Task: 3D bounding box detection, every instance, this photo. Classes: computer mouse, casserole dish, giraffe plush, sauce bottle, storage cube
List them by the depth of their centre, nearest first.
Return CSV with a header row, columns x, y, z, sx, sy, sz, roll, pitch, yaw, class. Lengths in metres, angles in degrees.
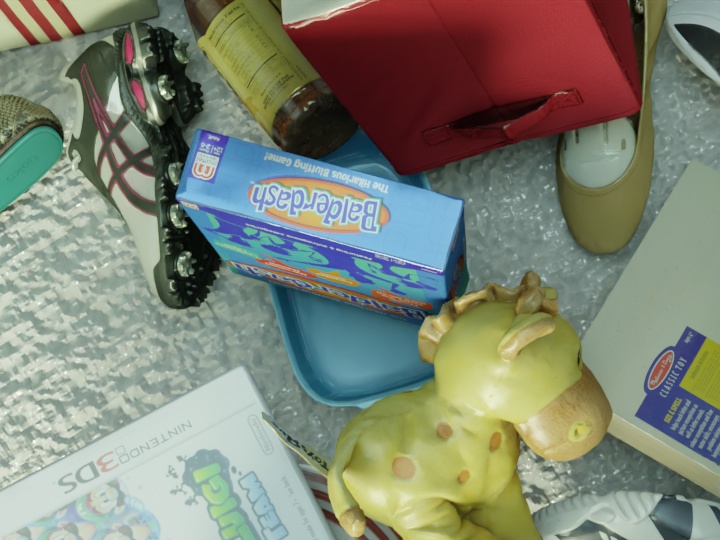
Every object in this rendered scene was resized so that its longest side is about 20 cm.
x,y,z,sx,sy,sz,roll,pitch,yaw,class
0.069,0.084,0.924,0.162,0.173,0.200,-46,119,9,giraffe plush
0.059,-0.193,0.987,0.171,0.180,0.200,-14,61,19,storage cube
0.281,-0.118,1.039,0.200,0.044,0.110,45,43,15,computer mouse
0.000,0.000,1.062,0.121,0.039,0.200,-17,76,1,casserole dish
-0.074,-0.158,1.074,0.066,0.066,0.200,-35,59,-3,sauce bottle

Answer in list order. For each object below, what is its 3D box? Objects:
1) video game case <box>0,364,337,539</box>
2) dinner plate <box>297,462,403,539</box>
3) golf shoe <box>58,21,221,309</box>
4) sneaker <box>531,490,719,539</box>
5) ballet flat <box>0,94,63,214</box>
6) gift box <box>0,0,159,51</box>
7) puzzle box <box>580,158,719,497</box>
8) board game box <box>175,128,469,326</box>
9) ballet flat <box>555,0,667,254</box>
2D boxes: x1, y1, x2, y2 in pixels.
x,y,z,sx,sy,sz,roll,pitch,yaw,class
-0.103,0.183,0.947,0.182,0.024,0.200,-27,77,-5,video game case
-0.051,0.215,0.961,0.200,0.024,0.200,0,77,1,dinner plate
-0.146,-0.064,1.080,0.088,0.077,0.200,-17,74,21,golf shoe
0.198,0.209,0.978,0.199,0.080,0.130,7,70,-4,sneaker
-0.285,-0.040,1.087,0.075,0.068,0.200,32,76,32,ballet flat
-0.250,-0.244,1.059,0.200,0.187,0.185,-17,76,0,gift box
0.221,0.034,1.009,0.133,0.025,0.200,31,61,10,puzzle box
-0.014,-0.018,0.945,0.152,0.200,0.045,15,80,8,board game box
0.158,-0.113,1.058,0.069,0.063,0.200,0,75,27,ballet flat
